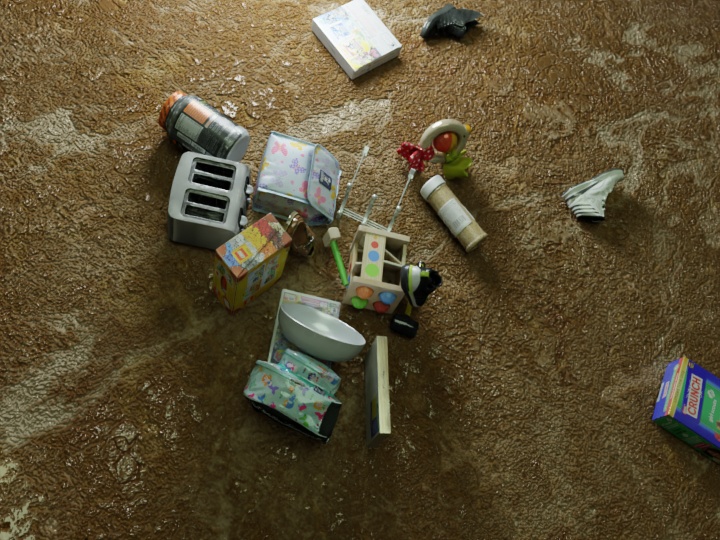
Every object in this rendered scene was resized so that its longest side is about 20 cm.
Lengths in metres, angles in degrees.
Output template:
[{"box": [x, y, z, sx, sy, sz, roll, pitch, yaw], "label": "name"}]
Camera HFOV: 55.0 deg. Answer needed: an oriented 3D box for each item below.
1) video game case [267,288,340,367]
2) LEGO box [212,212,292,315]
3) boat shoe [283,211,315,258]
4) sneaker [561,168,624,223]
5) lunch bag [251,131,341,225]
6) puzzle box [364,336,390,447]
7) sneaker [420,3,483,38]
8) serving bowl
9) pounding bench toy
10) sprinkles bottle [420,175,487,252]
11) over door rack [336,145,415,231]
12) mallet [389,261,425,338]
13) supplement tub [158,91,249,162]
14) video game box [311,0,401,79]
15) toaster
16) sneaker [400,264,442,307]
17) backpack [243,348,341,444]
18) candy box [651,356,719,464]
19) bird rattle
[{"box": [-0.126, 0.151, 1.538, 0.139, 0.018, 0.205, 13, 63, -9], "label": "video game case"}, {"box": [-0.236, -0.010, 1.481, 0.148, 0.201, 0.078, -37, 78, -27], "label": "LEGO box"}, {"box": [-0.131, -0.075, 1.541, 0.067, 0.200, 0.073, 31, 85, 5], "label": "boat shoe"}, {"box": [0.651, -0.195, 1.884, 0.196, 0.076, 0.118, -24, 81, -15], "label": "sneaker"}, {"box": [-0.145, -0.214, 1.646, 0.195, 0.127, 0.174, 17, 64, -14], "label": "lunch bag"}, {"box": [0.035, 0.259, 1.465, 0.025, 0.134, 0.206, 4, 65, -11], "label": "puzzle box"}, {"box": [0.266, -0.717, 2.023, 0.103, 0.060, 0.200, 38, 59, 10], "label": "sneaker"}, {"box": [-0.090, 0.140, 1.456, 0.195, 0.200, 0.067, 25, 97, -2], "label": "serving bowl"}, {"box": [0.000, 0.000, 1.581, 0.194, 0.125, 0.160, 12, 63, -8], "label": "pounding bench toy"}, {"box": [0.234, -0.143, 1.742, 0.067, 0.069, 0.202, -31, 77, -25], "label": "sprinkles bottle"}, {"box": [0.040, -0.196, 1.695, 0.144, 0.067, 0.205, 24, 76, -3], "label": "over door rack"}, {"box": [0.131, 0.068, 1.637, 0.065, 0.041, 0.203, 28, 58, -1], "label": "mallet"}, {"box": [-0.371, -0.328, 1.638, 0.197, 0.123, 0.124, 34, 62, 3], "label": "supplement tub"}, {"box": [-0.011, -0.649, 1.927, 0.180, 0.047, 0.202, -31, 76, -27], "label": "video game box"}, {"box": [-0.346, -0.154, 1.566, 0.194, 0.119, 0.186, 12, 62, -9], "label": "toaster"}, {"box": [0.144, 0.038, 1.531, 0.080, 0.200, 0.074, 0, 78, 16], "label": "sneaker"}, {"box": [-0.133, 0.244, 1.395, 0.195, 0.178, 0.155, 20, 81, 0], "label": "backpack"}, {"box": [0.823, 0.336, 1.668, 0.197, 0.077, 0.171, 31, 62, 2], "label": "candy box"}, {"box": [0.199, -0.321, 1.773, 0.194, 0.165, 0.115, 10, 44, -20], "label": "bird rattle"}]
